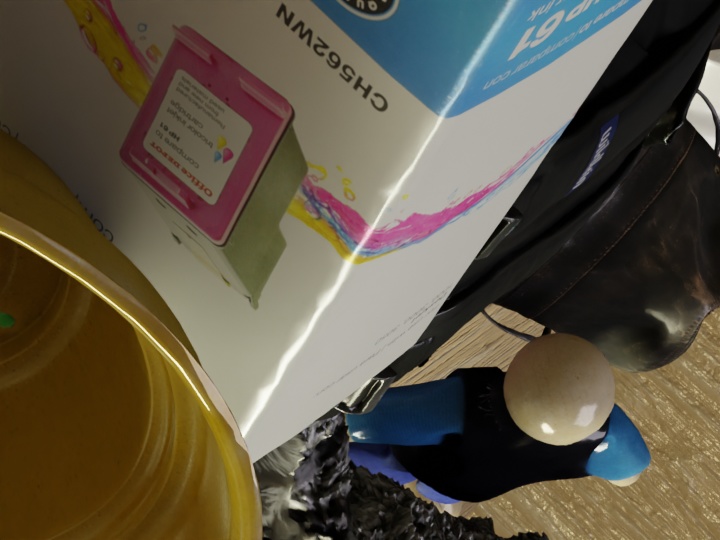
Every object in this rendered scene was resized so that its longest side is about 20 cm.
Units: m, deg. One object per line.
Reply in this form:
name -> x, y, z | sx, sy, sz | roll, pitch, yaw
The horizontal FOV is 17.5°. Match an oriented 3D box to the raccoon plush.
raccoon plush -> 0.020, 0.084, 0.839 | 0.134, 0.097, 0.200 | -42, 146, -47

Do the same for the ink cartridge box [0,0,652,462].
ink cartridge box -> -0.025, -0.066, 0.535 | 0.085, 0.145, 0.200 | -37, 166, -37

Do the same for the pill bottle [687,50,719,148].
pill bottle -> 0.159, -0.087, 1.289 | 0.114, 0.114, 0.200 | -38, 167, -36

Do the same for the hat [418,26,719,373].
hat -> 0.106, -0.007, 0.915 | 0.201, 0.081, 0.201 | -45, 180, 0

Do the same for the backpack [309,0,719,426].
backpack -> 0.025, -0.068, 0.712 | 0.200, 0.151, 0.178 | -30, 160, -45

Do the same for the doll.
doll -> 0.041, 0.064, 0.902 | 0.200, 0.136, 0.048 | 147, -50, -66

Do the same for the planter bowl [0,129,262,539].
planter bowl -> -0.117, 0.018, 0.530 | 0.083, 0.200, 0.200 | -83, -160, -44

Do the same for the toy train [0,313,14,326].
toy train -> -0.064, -0.021, 0.815 | 0.056, 0.042, 0.200 | -23, -171, 43
